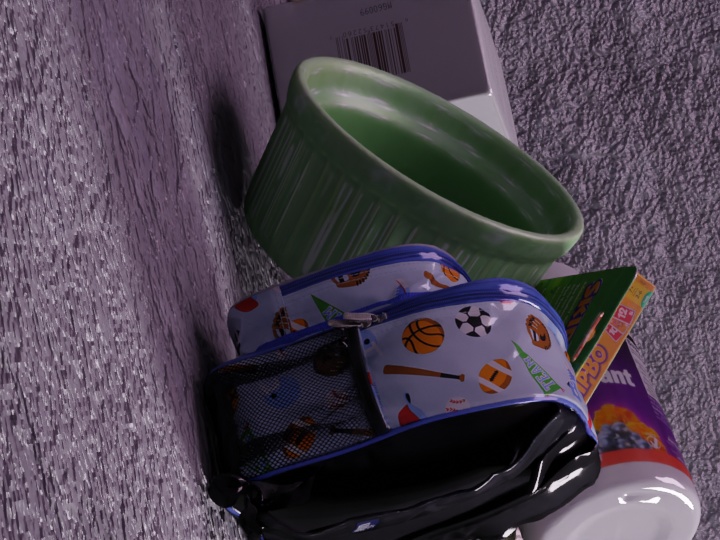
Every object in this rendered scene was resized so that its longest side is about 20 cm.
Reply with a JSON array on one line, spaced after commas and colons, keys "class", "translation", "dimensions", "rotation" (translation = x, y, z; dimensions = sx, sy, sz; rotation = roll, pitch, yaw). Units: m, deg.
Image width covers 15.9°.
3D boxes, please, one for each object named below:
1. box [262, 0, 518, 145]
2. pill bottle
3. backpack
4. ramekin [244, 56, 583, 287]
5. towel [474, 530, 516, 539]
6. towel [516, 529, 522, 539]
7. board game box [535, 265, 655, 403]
[{"class": "box", "translation": [0.028, -0.124, 1.877], "dimensions": [0.200, 0.152, 0.107], "rotation": [60, 18, -70]}, {"class": "pill bottle", "translation": [0.134, 0.093, 1.632], "dimensions": [0.112, 0.111, 0.200], "rotation": [70, 1, -49]}, {"class": "backpack", "translation": [0.025, 0.078, 1.354], "dimensions": [0.200, 0.190, 0.155], "rotation": [59, 20, -67]}, {"class": "ramekin", "translation": [0.026, -0.036, 1.564], "dimensions": [0.098, 0.200, 0.200], "rotation": [-60, -172, 19]}, {"class": "towel", "translation": [0.038, 0.087, 1.604], "dimensions": [0.193, 0.034, 0.200], "rotation": [58, 12, -12]}, {"class": "towel", "translation": [0.072, 0.127, 1.724], "dimensions": [0.132, 0.034, 0.200], "rotation": [38, 39, -36]}, {"class": "board game box", "translation": [0.112, 0.047, 1.506], "dimensions": [0.096, 0.030, 0.200], "rotation": [-58, -172, -10]}]
